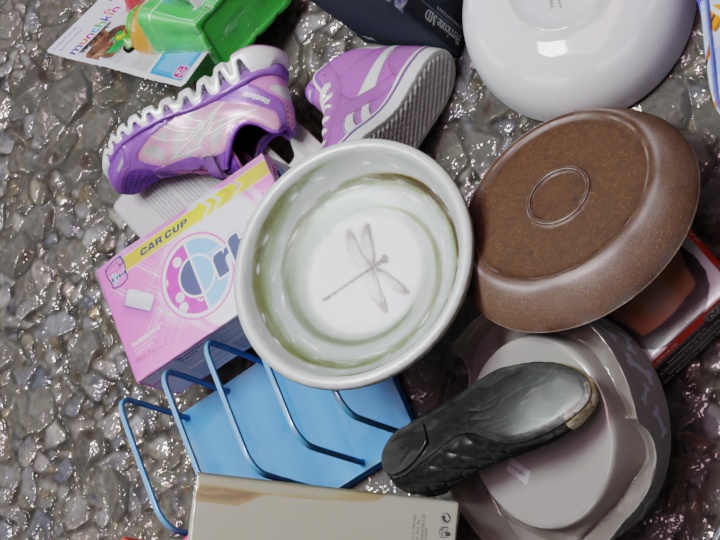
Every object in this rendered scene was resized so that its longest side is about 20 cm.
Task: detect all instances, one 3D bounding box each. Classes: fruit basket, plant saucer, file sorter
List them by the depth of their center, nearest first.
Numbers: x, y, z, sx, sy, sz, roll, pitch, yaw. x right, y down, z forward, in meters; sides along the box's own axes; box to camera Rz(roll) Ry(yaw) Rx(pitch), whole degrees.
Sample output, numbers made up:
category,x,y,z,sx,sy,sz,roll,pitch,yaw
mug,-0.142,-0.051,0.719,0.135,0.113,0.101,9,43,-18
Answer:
category,x,y,z,sx,sy,sz,roll,pitch,yaw
plant saucer,0.153,-0.047,1.309,0.199,0.035,0.201,-22,44,23
plant saucer,0.000,0.000,1.358,0.199,0.050,0.202,-9,67,22
file sorter,-0.078,0.121,1.455,0.199,0.123,0.139,-33,63,17
fruit basket,-0.171,-0.250,1.609,0.199,0.094,0.185,22,61,38

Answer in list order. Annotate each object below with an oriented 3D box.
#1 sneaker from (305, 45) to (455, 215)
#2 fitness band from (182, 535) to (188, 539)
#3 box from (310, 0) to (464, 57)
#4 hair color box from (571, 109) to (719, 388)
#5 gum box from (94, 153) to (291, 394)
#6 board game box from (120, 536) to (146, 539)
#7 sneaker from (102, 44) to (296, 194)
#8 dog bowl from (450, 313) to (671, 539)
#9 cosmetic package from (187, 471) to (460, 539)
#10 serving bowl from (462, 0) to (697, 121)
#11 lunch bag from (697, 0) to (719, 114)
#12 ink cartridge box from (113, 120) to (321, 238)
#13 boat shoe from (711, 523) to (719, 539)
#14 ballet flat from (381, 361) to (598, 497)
category,x,y,z,sx,sy,sz,roll,pitch,yaw
sneaker,-0.013,-0.115,1.488,0.114,0.073,0.201,13,50,33
fitness band,-0.063,0.267,1.401,0.198,0.037,0.145,4,83,0
box,0.038,-0.304,1.492,0.107,0.148,0.201,15,84,32
hair color box,0.200,-0.018,1.369,0.102,0.061,0.200,-45,60,12
gum box,-0.123,0.008,1.493,0.199,0.066,0.114,-33,64,18
board game box,-0.160,0.341,1.487,0.199,0.040,0.154,30,92,33
sneaker,-0.135,-0.111,1.531,0.199,0.080,0.089,-30,74,21
dog bowl,0.146,0.120,1.326,0.199,0.058,0.202,4,96,47
cosmetic package,-0.031,0.199,1.341,0.198,0.105,0.072,7,82,-5
serving bowl,0.169,-0.224,1.434,0.199,0.066,0.202,-6,74,23
lunch bag,0.331,-0.203,1.339,0.159,0.075,0.202,-11,72,30
ink cartridge box,-0.104,-0.062,1.567,0.177,0.045,0.200,-51,59,8
boat shoe,0.290,0.162,1.259,0.200,0.072,0.068,-49,60,6
ballet flat,0.099,0.117,1.311,0.199,0.057,0.067,-27,52,38
